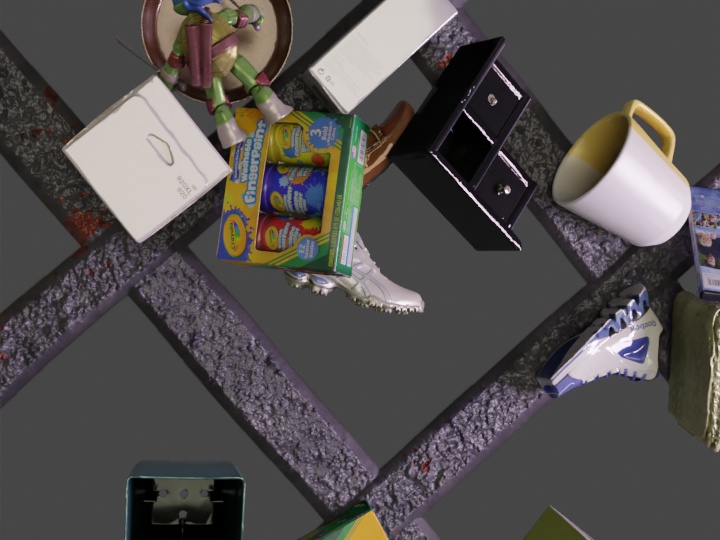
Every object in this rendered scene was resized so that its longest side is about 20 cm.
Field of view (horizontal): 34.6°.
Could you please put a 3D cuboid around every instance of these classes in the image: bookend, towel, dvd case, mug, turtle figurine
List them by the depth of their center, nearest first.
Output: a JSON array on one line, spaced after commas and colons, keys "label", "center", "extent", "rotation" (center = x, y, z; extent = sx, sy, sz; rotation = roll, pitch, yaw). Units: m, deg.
[{"label": "turtle figurine", "center": [-0.176, -0.263, 1.450], "extent": [0.144, 0.200, 0.195], "rotation": [-35, 104, -29]}, {"label": "bookend", "center": [0.171, -0.164, 1.540], "extent": [0.200, 0.092, 0.199], "rotation": [45, 67, -27]}, {"label": "mug", "center": [0.377, -0.126, 1.573], "extent": [0.153, 0.149, 0.187], "rotation": [34, 95, -17]}, {"label": "dvd case", "center": [0.526, -0.032, 1.588], "extent": [0.141, 0.018, 0.201], "rotation": [8, 49, -2]}, {"label": "towel", "center": [0.467, 0.136, 1.590], "extent": [0.036, 0.148, 0.202], "rotation": [-3, 100, -8]}]

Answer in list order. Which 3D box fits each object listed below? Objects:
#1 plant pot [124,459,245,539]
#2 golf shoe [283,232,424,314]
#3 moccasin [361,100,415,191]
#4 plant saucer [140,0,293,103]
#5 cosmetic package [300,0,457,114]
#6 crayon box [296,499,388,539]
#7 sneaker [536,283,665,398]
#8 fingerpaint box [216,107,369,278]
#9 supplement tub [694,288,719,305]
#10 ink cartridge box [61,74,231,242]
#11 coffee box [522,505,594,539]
[{"label": "plant pot", "center": [-0.224, 0.310, 1.471], "extent": [0.140, 0.200, 0.143], "rotation": [2, 93, -9]}, {"label": "golf shoe", "center": [0.000, 0.000, 1.554], "extent": [0.199, 0.078, 0.098], "rotation": [18, 85, -11]}, {"label": "moccasin", "center": [-0.008, -0.154, 1.546], "extent": [0.201, 0.074, 0.078], "rotation": [-43, 107, 6]}, {"label": "plant saucer", "center": [-0.188, -0.318, 1.521], "extent": [0.198, 0.034, 0.202], "rotation": [-1, 93, -10]}, {"label": "cosmetic package", "center": [0.022, -0.295, 1.518], "extent": [0.200, 0.113, 0.081], "rotation": [-41, 98, -2]}, {"label": "crayon box", "center": [0.007, 0.433, 1.588], "extent": [0.118, 0.058, 0.201], "rotation": [-29, 97, -6]}, {"label": "sneaker", "center": [0.354, 0.125, 1.612], "extent": [0.199, 0.081, 0.115], "rotation": [-41, 96, -6]}, {"label": "fingerpaint box", "center": [-0.086, -0.101, 1.487], "extent": [0.165, 0.073, 0.202], "rotation": [6, 85, 18]}, {"label": "supplement tub", "center": [0.582, 0.069, 1.614], "extent": [0.198, 0.140, 0.142], "rotation": [-7, 95, -9]}, {"label": "ink cartridge box", "center": [-0.263, -0.135, 1.436], "extent": [0.144, 0.200, 0.148], "rotation": [-40, 98, -5]}, {"label": "coffee box", "center": [0.294, 0.476, 1.565], "extent": [0.197, 0.200, 0.200], "rotation": [39, 88, -8]}]
